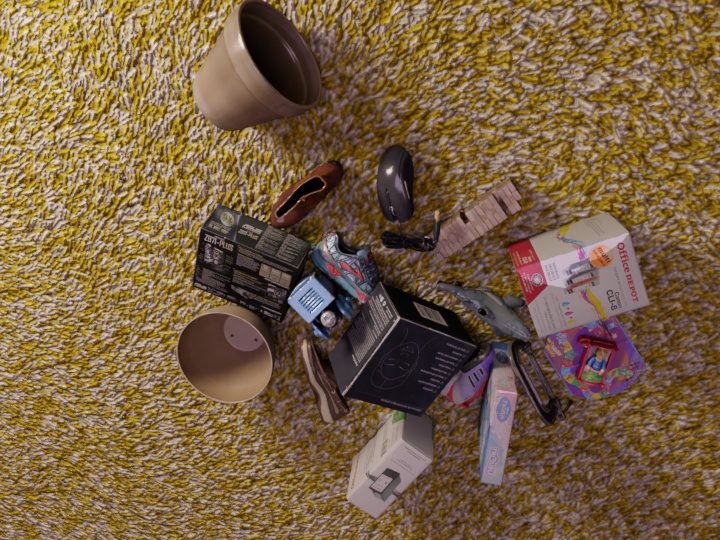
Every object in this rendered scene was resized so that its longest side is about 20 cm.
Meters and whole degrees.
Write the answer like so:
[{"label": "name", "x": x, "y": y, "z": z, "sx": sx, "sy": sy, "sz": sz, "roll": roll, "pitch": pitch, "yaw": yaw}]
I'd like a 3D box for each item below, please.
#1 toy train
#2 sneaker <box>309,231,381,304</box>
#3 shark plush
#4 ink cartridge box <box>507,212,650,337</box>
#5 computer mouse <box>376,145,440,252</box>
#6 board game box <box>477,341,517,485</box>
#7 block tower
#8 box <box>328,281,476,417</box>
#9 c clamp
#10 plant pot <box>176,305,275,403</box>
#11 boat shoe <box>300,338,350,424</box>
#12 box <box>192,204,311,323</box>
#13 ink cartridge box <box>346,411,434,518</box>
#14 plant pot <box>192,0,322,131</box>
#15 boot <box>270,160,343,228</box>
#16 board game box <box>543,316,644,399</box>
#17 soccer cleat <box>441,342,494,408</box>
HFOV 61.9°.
[{"label": "toy train", "x": -0.074, "y": 0.058, "z": 1.156, "sx": 0.087, "sy": 0.200, "sz": 0.114, "roll": -42, "pitch": 95, "yaw": 4}, {"label": "sneaker", "x": 0.000, "y": 0.000, "z": 1.186, "sx": 0.200, "sy": 0.079, "sz": 0.096, "roll": 36, "pitch": 108, "yaw": -5}, {"label": "shark plush", "x": 0.245, "y": 0.065, "z": 1.168, "sx": 0.200, "sy": 0.083, "sz": 0.091, "roll": 40, "pitch": 110, "yaw": -6}, {"label": "ink cartridge box", "x": 0.392, "y": 0.005, "z": 1.093, "sx": 0.199, "sy": 0.145, "sz": 0.146, "roll": -20, "pitch": 105, "yaw": 14}, {"label": "computer mouse", "x": 0.084, "y": -0.125, "z": 1.112, "sx": 0.140, "sy": 0.046, "sz": 0.201, "roll": 15, "pitch": 114, "yaw": 38}, {"label": "board game box", "x": 0.265, "y": 0.273, "z": 1.178, "sx": 0.043, "sy": 0.199, "sz": 0.201, "roll": 7, "pitch": 110, "yaw": 6}, {"label": "block tower", "x": 0.211, "y": -0.093, "z": 1.133, "sx": 0.200, "sy": 0.058, "sz": 0.054, "roll": -35, "pitch": 100, "yaw": 19}, {"label": "box", "x": 0.079, "y": 0.158, "z": 1.169, "sx": 0.199, "sy": 0.124, "sz": 0.197, "roll": 22, "pitch": 112, "yaw": -30}, {"label": "c clamp", "x": 0.350, "y": 0.219, "z": 1.187, "sx": 0.027, "sy": 0.171, "sz": 0.201, "roll": -29, "pitch": 92, "yaw": 33}, {"label": "plant pot", "x": -0.262, "y": 0.153, "z": 1.249, "sx": 0.199, "sy": 0.135, "sz": 0.202, "roll": 3, "pitch": 110, "yaw": 7}, {"label": "boat shoe", "x": -0.071, "y": 0.230, "z": 1.289, "sx": 0.074, "sy": 0.075, "sz": 0.203, "roll": -16, "pitch": 113, "yaw": -1}, {"label": "box", "x": -0.217, "y": -0.012, "z": 1.185, "sx": 0.199, "sy": 0.086, "sz": 0.164, "roll": 22, "pitch": 132, "yaw": 1}, {"label": "ink cartridge box", "x": 0.065, "y": 0.402, "z": 1.283, "sx": 0.084, "sy": 0.146, "sz": 0.200, "roll": 35, "pitch": 111, "yaw": -6}, {"label": "plant pot", "x": -0.194, "y": -0.335, "z": 1.054, "sx": 0.173, "sy": 0.200, "sz": 0.201, "roll": -24, "pitch": 105, "yaw": 33}, {"label": "boot", "x": -0.115, "y": -0.119, "z": 1.096, "sx": 0.188, "sy": 0.200, "sz": 0.069, "roll": -31, "pitch": 103, "yaw": 17}, {"label": "board game box", "x": 0.468, "y": 0.179, "z": 1.198, "sx": 0.158, "sy": 0.039, "sz": 0.200, "roll": -32, "pitch": 101, "yaw": 17}, {"label": "soccer cleat", "x": 0.227, "y": 0.211, "z": 1.196, "sx": 0.073, "sy": 0.068, "sz": 0.200, "roll": 38, "pitch": 141, "yaw": 8}]
